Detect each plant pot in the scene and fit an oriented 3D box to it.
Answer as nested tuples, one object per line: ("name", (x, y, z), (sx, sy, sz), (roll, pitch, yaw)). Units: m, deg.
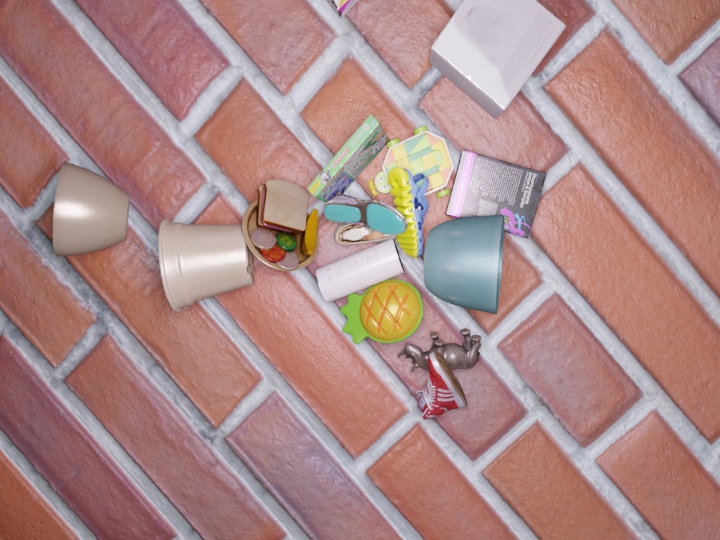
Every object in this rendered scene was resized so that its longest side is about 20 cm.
("plant pot", (0.219, -0.019, 1.170), (0.155, 0.200, 0.209), (5, 97, 16))
("plant pot", (-0.334, -0.022, 1.232), (0.176, 0.200, 0.209), (-7, 96, -6))

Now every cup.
("cup", (-0.601, -0.129, 1.246), (0.138, 0.200, 0.208), (6, 98, -21))

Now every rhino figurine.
("rhino figurine", (0.180, 0.191, 1.257), (0.192, 0.060, 0.090), (-6, 115, 8))

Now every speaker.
("speaker", (0.000, 0.000, 1.243), (0.194, 0.081, 0.084), (-22, 94, 8))

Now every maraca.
("maraca", (0.046, 0.095, 1.239), (0.193, 0.107, 0.142), (-12, 73, 17))

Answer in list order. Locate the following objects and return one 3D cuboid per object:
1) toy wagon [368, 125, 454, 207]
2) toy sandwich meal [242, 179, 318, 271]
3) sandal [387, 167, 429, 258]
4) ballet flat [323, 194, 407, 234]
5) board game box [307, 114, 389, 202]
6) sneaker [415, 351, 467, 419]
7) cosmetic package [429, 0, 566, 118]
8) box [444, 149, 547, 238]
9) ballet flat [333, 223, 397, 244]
("toy wagon", (0.109, -0.220, 1.231), (0.194, 0.040, 0.160), (-22, 94, 7))
("toy sandwich meal", (-0.166, -0.100, 1.211), (0.205, 0.206, 0.070), (44, 141, -2))
("sandal", (0.118, -0.127, 1.190), (0.085, 0.079, 0.207), (-20, 116, -29))
("ballet flat", (0.017, -0.130, 1.197), (0.193, 0.072, 0.075), (13, 98, 18))
("board game box", (-0.022, -0.233, 1.193), (0.029, 0.134, 0.200), (44, 98, 11))
("sneaker", (0.161, 0.263, 1.227), (0.109, 0.073, 0.202), (-24, 132, 11))
("cosmetic package", (0.278, -0.469, 1.146), (0.198, 0.123, 0.201), (39, 98, 1))
("box", (0.299, -0.169, 1.222), (0.193, 0.036, 0.148), (16, 98, 5))
("ballet flat", (0.034, -0.090, 1.241), (0.193, 0.062, 0.070), (-14, 99, 6))
